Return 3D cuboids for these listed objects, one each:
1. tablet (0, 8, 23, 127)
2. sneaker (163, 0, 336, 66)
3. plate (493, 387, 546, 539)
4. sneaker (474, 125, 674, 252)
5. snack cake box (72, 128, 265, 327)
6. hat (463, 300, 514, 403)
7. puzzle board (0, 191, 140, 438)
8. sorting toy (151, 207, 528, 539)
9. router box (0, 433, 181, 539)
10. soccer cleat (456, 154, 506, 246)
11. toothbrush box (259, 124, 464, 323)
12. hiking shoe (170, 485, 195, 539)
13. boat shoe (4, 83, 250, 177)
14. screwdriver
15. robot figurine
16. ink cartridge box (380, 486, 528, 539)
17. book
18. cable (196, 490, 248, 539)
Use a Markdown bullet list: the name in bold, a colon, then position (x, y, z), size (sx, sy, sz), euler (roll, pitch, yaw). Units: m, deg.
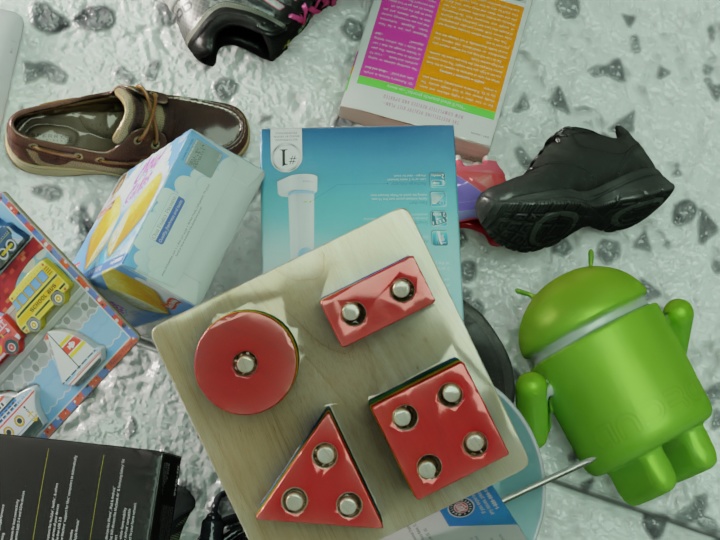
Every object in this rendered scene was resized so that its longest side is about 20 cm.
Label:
- **tablet**: position (-0.356, -0.130, 1.351), size (0.130, 0.014, 0.200), euler (11, 73, -7)
- **sneaker**: position (-0.062, -0.220, 1.395), size (0.200, 0.074, 0.088), euler (-12, 79, -6)
- **plate**: position (0.042, 0.169, 1.271), size (0.200, 0.026, 0.200), euler (0, 92, -11)
- **sneaker**: position (0.167, -0.073, 1.388), size (0.200, 0.076, 0.091), euler (-10, 64, -39)
- **snack cake box**: position (-0.154, -0.026, 1.258), size (0.067, 0.200, 0.115), euler (30, 72, -17)
- **hat**: position (0.016, 0.092, 1.317), size (0.200, 0.081, 0.201), euler (0, 91, -10)
- **puzzle board**: position (-0.277, 0.062, 1.250), size (0.151, 0.017, 0.200), euler (46, 112, 4)
- **sorting toy**: position (-0.014, 0.088, 1.128), size (0.199, 0.070, 0.200), euler (-26, 91, -1)
- **router box**: position (-0.218, 0.222, 1.198), size (0.149, 0.051, 0.200), euler (5, 80, 13)
- **soccer cleat**: position (0.028, -0.054, 1.374), size (0.200, 0.067, 0.077), euler (-3, 81, -13)
- **toothbrush box**: position (0.000, 0.000, 1.229), size (0.146, 0.085, 0.200), euler (-2, 72, -2)
- **hiking shoe**: position (-0.159, 0.262, 1.251), size (0.101, 0.076, 0.200), euler (26, 82, 2)
- **boat shoe**: position (-0.186, -0.114, 1.345), size (0.200, 0.072, 0.072), euler (0, 75, -10)
- **screwdriver**: position (0.087, 0.179, 1.250), size (0.200, 0.028, 0.029), euler (-27, 124, -5)
- **robot figurine**: position (0.204, 0.085, 1.339), size (0.175, 0.116, 0.200), euler (-25, 81, -21)
- **ink cartridge box**: position (0.036, 0.269, 1.174), size (0.200, 0.147, 0.145), euler (-21, 119, -7)
- **book**: position (0.071, -0.206, 1.430), size (0.133, 0.048, 0.200), euler (18, 72, -1)
- **cable**: position (-0.040, 0.260, 1.285), size (0.200, 0.051, 0.163), euler (17, 73, -6)
